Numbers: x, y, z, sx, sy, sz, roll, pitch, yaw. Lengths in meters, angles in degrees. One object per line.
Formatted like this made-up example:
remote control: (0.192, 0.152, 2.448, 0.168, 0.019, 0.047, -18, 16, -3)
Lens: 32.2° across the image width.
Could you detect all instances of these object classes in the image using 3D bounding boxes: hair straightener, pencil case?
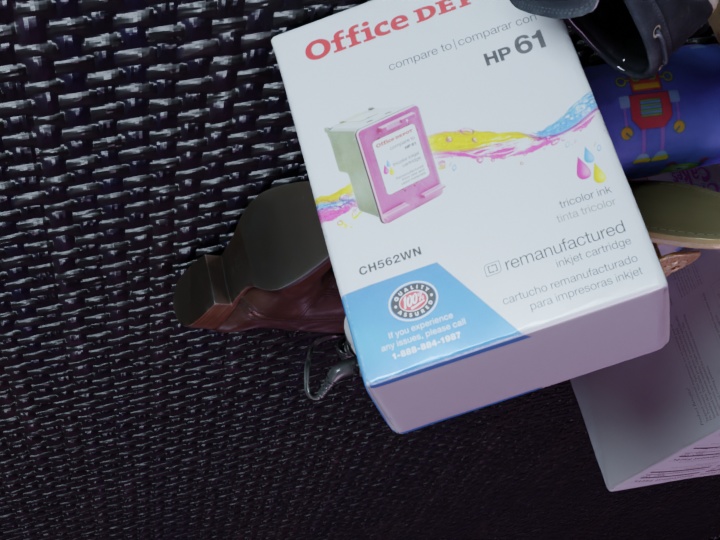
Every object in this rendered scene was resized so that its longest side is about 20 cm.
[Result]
hair straightener: (0.034, 0.054, 0.978, 0.199, 0.041, 0.077, -24, -158, -29)
pencil case: (0.154, -0.088, 0.735, 0.199, 0.079, 0.087, -11, 172, -13)

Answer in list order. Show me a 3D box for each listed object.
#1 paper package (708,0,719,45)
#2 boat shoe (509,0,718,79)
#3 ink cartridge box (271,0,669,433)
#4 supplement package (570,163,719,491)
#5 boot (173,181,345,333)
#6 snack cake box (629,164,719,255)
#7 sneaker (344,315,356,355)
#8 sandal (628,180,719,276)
paper package: (0.273, -0.127, 0.580, 0.103, 0.192, 0.200, -6, 154, -22)
boat shoe: (0.086, -0.142, 0.536, 0.200, 0.075, 0.062, 26, 94, -44)
ink cartridge box: (0.050, -0.042, 0.618, 0.144, 0.201, 0.085, -19, 153, 6)
supplement package: (0.274, 0.044, 0.968, 0.146, 0.192, 0.200, -2, 154, -28)
boot: (0.000, 0.000, 0.853, 0.199, 0.065, 0.186, 7, 157, -40)
snack cake box: (0.155, -0.023, 0.899, 0.114, 0.068, 0.200, -1, 153, -31)
sneaker: (0.041, -0.006, 0.741, 0.200, 0.076, 0.115, -14, 126, 47)
sandal: (0.143, -0.016, 0.757, 0.211, 0.070, 0.077, 16, -149, 38)
